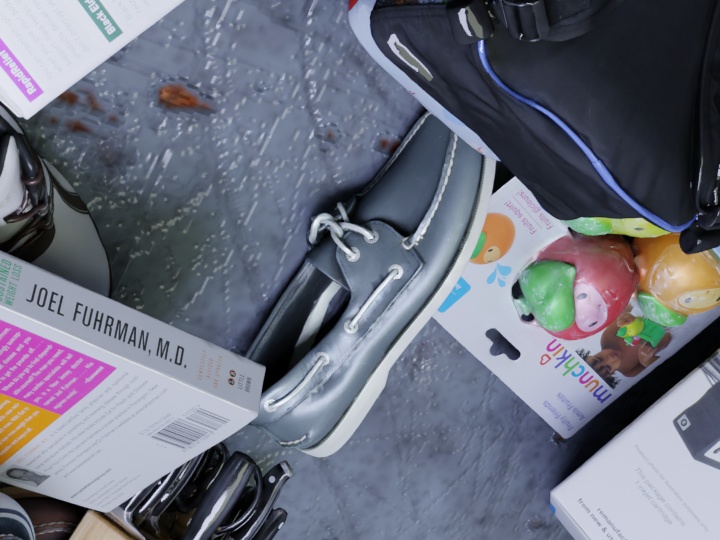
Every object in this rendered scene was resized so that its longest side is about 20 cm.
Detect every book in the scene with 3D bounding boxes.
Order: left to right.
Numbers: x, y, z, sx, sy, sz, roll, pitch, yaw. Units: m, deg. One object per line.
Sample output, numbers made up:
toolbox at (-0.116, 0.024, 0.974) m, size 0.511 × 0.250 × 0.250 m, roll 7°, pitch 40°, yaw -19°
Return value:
book at (-0.160, 0.040, 0.654) m, size 0.200 × 0.048 × 0.134 m, roll 27°, pitch 141°, yaw -28°

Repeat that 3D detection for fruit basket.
fruit basket at (0.146, -0.007, 0.829) m, size 0.200 × 0.094 × 0.185 m, roll -43°, pitch 129°, yaw 5°

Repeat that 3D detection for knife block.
knife block at (-0.119, 0.161, 0.759) m, size 0.200 × 0.064 × 0.176 m, roll -36°, pitch 148°, yaw -40°

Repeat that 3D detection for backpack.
backpack at (0.102, -0.134, 0.680) m, size 0.200 × 0.154 × 0.191 m, roll 39°, pitch 76°, yaw -42°

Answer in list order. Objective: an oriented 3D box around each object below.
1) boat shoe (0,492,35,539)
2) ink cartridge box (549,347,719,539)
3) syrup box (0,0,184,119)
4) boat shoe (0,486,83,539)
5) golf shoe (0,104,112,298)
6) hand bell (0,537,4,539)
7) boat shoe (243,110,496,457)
boat shoe at (-0.176, 0.206, 0.693) m, size 0.071 × 0.091 × 0.201 m, roll 10°, pitch 102°, yaw -45°
ink cartridge box at (0.211, 0.101, 0.892) m, size 0.200 × 0.084 × 0.145 m, roll -39°, pitch 166°, yaw -2°
syrup box at (-0.090, -0.160, 0.616) m, size 0.200 × 0.079 × 0.082 m, roll -37°, pitch 129°, yaw -4°
boat shoe at (-0.223, 0.169, 0.748) m, size 0.200 × 0.070 × 0.071 m, roll -20°, pitch 124°, yaw -18°
golf shoe at (-0.163, -0.027, 0.648) m, size 0.078 × 0.094 × 0.200 m, roll -40°, pitch 131°, yaw -6°
hand bell at (-0.169, 0.096, 0.604) m, size 0.104 × 0.104 × 0.200 m, roll -29°, pitch 138°, yaw -10°
boat shoe at (0.000, 0.000, 0.764) m, size 0.062 × 0.073 × 0.200 m, roll 22°, pitch 103°, yaw -32°
